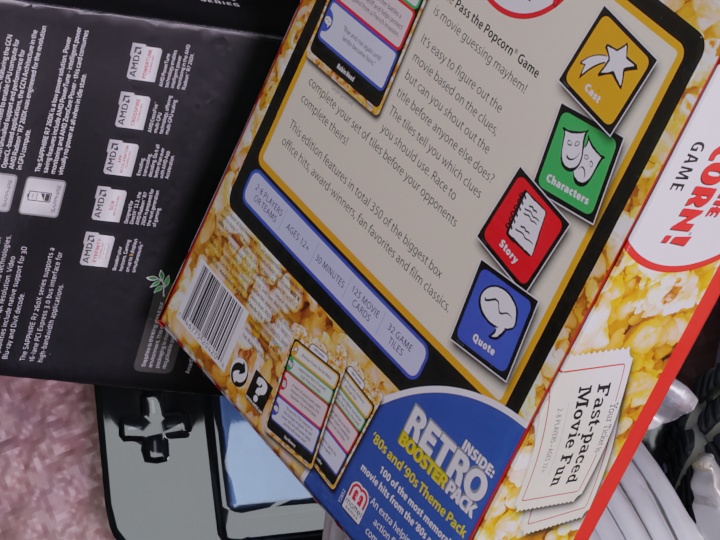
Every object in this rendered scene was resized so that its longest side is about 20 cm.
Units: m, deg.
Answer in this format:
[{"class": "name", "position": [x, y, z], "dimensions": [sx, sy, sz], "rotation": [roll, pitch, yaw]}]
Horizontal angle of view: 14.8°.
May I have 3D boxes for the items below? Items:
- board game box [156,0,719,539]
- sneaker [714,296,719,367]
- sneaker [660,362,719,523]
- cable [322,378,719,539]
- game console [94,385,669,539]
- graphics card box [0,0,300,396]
[{"class": "board game box", "position": [0.033, -0.026, 0.757], "dimensions": [0.152, 0.046, 0.201], "rotation": [46, 120, 40]}, {"class": "sneaker", "position": [0.149, -0.027, 0.907], "dimensions": [0.078, 0.116, 0.201], "rotation": [-5, 84, 2]}, {"class": "sneaker", "position": [0.131, 0.095, 0.873], "dimensions": [0.079, 0.200, 0.078], "rotation": [0, 49, -6]}, {"class": "cable", "position": [0.052, 0.134, 0.855], "dimensions": [0.069, 0.200, 0.201], "rotation": [-12, 91, -24]}, {"class": "game console", "position": [0.000, 0.000, 0.914], "dimensions": [0.199, 0.118, 0.172], "rotation": [-7, 83, 4]}, {"class": "graphics card box", "position": [-0.098, -0.031, 0.832], "dimensions": [0.199, 0.051, 0.126], "rotation": [6, 115, -22]}]
